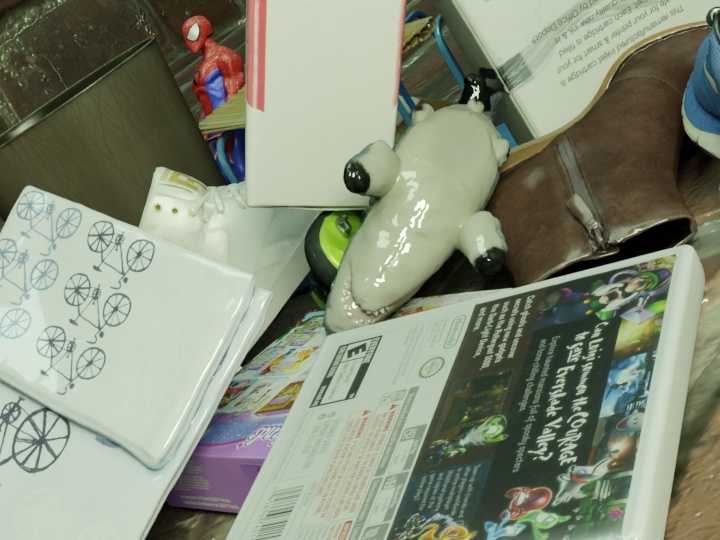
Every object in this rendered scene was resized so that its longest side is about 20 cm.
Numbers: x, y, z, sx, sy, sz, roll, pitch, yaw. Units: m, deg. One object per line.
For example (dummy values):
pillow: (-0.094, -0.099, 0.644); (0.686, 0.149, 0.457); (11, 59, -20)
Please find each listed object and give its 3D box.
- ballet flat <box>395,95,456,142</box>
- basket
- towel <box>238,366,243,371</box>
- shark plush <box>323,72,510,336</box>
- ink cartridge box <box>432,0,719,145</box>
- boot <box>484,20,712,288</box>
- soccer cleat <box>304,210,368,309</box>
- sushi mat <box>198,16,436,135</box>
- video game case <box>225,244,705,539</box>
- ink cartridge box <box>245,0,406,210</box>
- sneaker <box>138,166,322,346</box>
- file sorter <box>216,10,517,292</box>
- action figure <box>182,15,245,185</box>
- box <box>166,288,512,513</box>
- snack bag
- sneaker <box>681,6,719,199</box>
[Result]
ballet flat: (-0.002, -0.099, 1.341); (0.200, 0.073, 0.068); (-36, 14, -17)
basket: (-0.154, -0.034, 1.168); (0.180, 0.200, 0.136); (-27, 15, 33)
towel: (-0.175, 0.120, 1.044); (0.200, 0.030, 0.146); (-41, 17, -34)
shark plush: (0.030, -0.050, 0.893); (0.201, 0.090, 0.083); (-76, 13, -45)
ink cartridge box: (0.129, -0.163, 1.009); (0.146, 0.201, 0.083); (-32, 10, -2)
boot: (0.153, -0.051, 0.892); (0.199, 0.073, 0.167); (-30, 26, 4)
soccer cleat: (0.000, 0.000, 0.989); (0.081, 0.068, 0.200); (-44, -5, 15)
sushi mat: (-0.034, -0.126, 1.119); (0.096, 0.012, 0.200); (-43, 21, -25)
video game case: (0.042, 0.067, 0.673); (0.181, 0.023, 0.200); (-15, 24, 25)
ink cartridge box: (-0.022, -0.150, 0.939); (0.084, 0.146, 0.201); (1, 41, -5)
sneaker: (-0.074, -0.042, 1.059); (0.200, 0.115, 0.074); (-53, 6, 13)
file sorter: (0.019, -0.097, 1.185); (0.199, 0.123, 0.139); (-25, 14, 27)
action figure: (-0.099, -0.093, 1.251); (0.051, 0.201, 0.065); (-11, -5, -25)
box: (-0.016, 0.068, 0.852); (0.137, 0.039, 0.200); (-38, 15, -27)
snack bag: (-0.156, 0.067, 0.850); (0.188, 0.021, 0.201); (22, 81, 38)
sneaker: (0.198, -0.092, 0.795); (0.078, 0.090, 0.200); (0, 21, 2)
